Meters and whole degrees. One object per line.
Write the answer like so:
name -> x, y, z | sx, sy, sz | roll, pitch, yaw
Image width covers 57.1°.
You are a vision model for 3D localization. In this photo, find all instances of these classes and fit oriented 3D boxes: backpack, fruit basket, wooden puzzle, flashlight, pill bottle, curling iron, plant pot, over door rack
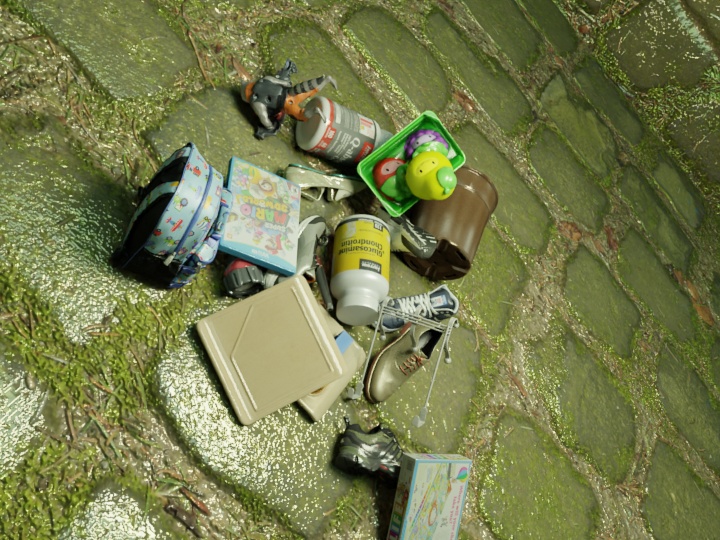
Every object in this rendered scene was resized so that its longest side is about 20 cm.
backpack -> -0.272, -0.088, 1.017 | 0.134, 0.200, 0.183 | 27, 49, -24
fruit basket -> 0.113, -0.208, 1.332 | 0.156, 0.216, 0.216 | 52, 43, -9
wooden puzzle -> -0.143, 0.127, 1.085 | 0.200, 0.037, 0.185 | -25, 88, -21
flashlight -> -0.225, -0.054, 1.146 | 0.068, 0.068, 0.200 | -6, 65, -42
pill bottle -> 0.000, 0.000, 1.276 | 0.112, 0.112, 0.200 | 24, 51, -30
curling iron -> -0.074, -0.011, 1.251 | 0.026, 0.050, 0.200 | 56, 19, -52
wooden puzzle -> -0.087, 0.134, 1.166 | 0.200, 0.046, 0.185 | 50, 43, -7
plant pot -> 0.188, -0.100, 1.459 | 0.200, 0.200, 0.198 | 35, 54, -22
pill bottle -> -0.028, -0.285, 1.418 | 0.200, 0.116, 0.116 | 15, 56, -35
over door rack -> 0.079, 0.162, 1.190 | 0.067, 0.148, 0.200 | 36, 73, -61

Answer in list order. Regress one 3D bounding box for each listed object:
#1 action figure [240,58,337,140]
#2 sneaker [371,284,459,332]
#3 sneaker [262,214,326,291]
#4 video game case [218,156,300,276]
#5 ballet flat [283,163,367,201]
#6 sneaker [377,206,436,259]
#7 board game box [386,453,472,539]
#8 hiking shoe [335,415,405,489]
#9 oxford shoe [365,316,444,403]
action figure -> -0.148, -0.366, 1.320 | 0.105, 0.193, 0.200 | 66, 30, -63
sneaker -> 0.113, 0.074, 1.335 | 0.200, 0.108, 0.070 | 4, 63, -41
sneaker -> -0.105, -0.020, 1.207 | 0.079, 0.074, 0.200 | 21, 53, 8
video game case -> -0.173, -0.096, 1.156 | 0.143, 0.018, 0.200 | 22, 49, -29
ballet flat -> -0.074, -0.172, 1.363 | 0.200, 0.067, 0.062 | 7, 89, -35
sneaker -> 0.087, -0.061, 1.357 | 0.074, 0.080, 0.200 | 14, 18, -30
board game box -> 0.113, 0.414, 1.120 | 0.134, 0.034, 0.200 | 13, 87, -36
hiking shoe -> 0.052, 0.319, 1.159 | 0.200, 0.076, 0.101 | 27, 53, -27
oxford shoe -> 0.083, 0.167, 1.244 | 0.070, 0.075, 0.200 | 46, 67, -24
